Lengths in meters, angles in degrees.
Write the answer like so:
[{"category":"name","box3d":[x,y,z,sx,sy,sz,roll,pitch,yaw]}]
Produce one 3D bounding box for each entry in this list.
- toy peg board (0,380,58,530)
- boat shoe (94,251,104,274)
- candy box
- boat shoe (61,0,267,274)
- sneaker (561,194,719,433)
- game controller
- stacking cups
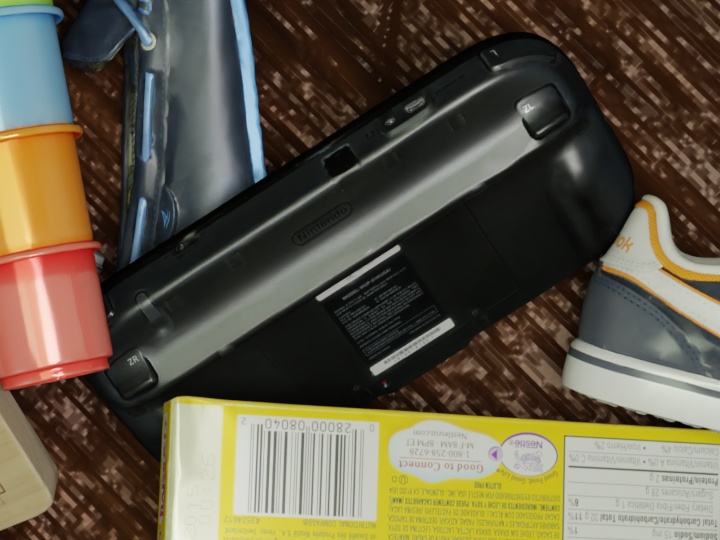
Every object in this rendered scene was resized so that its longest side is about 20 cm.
[{"category":"toy peg board","box3d":[-0.231,0.014,0.877,0.200,0.098,0.199,-22,117,13]},{"category":"boat shoe","box3d":[-0.192,-0.028,0.925,0.200,0.074,0.065,30,89,9]},{"category":"candy box","box3d":[0.030,0.100,0.874,0.199,0.026,0.103,5,84,-13]},{"category":"boat shoe","box3d":[-0.074,-0.081,0.902,0.068,0.084,0.201,-8,85,-5]},{"category":"sneaker","box3d":[0.173,0.029,0.868,0.199,0.078,0.080,16,92,7]},{"category":"game controller","box3d":[0.000,0.000,0.889,0.200,0.104,0.042,-32,48,5]},{"category":"stacking cups","box3d":[-0.124,-0.061,0.847,0.060,0.061,0.201,-9,88,8]}]
